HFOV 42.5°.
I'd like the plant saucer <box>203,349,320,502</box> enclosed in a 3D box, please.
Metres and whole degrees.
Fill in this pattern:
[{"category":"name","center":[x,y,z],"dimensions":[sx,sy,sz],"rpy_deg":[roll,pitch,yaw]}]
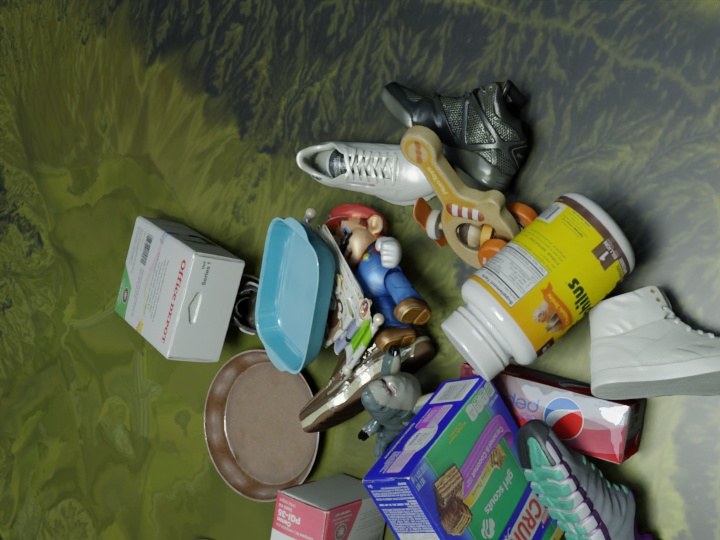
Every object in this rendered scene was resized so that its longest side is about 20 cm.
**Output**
[{"category":"plant saucer","center":[-0.129,0.209,1.260],"dimensions":[0.197,0.034,0.204],"rpy_deg":[-1,87,31]}]

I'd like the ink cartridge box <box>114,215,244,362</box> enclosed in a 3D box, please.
[{"category":"ink cartridge box","center":[-0.254,0.024,1.281],"dimensions":[0.199,0.083,0.147],"rpy_deg":[27,103,51]}]

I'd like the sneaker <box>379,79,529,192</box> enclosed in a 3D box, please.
[{"category":"sneaker","center":[0.118,-0.190,1.093],"dimensions":[0.198,0.076,0.115],"rpy_deg":[37,106,24]}]

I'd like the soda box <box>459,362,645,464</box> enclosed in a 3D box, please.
[{"category":"soda box","center":[0.207,0.152,1.026],"dimensions":[0.197,0.070,0.065],"rpy_deg":[11,97,32]}]

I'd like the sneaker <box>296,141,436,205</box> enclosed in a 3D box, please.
[{"category":"sneaker","center":[0.015,-0.125,1.153],"dimensions":[0.197,0.080,0.078],"rpy_deg":[6,90,31]}]

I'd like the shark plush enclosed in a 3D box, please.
[{"category":"shark plush","center":[0.023,0.166,1.095],"dimensions":[0.091,0.083,0.201],"rpy_deg":[50,155,12]}]

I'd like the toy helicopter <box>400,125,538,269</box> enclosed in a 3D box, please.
[{"category":"toy helicopter","center":[0.104,-0.079,1.054],"dimensions":[0.131,0.079,0.201],"rpy_deg":[-9,126,49]}]

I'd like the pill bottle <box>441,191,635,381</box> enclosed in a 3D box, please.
[{"category":"pill bottle","center":[0.182,0.020,0.967],"dimensions":[0.199,0.109,0.109],"rpy_deg":[-41,66,-3]}]

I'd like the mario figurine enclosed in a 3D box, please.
[{"category":"mario figurine","center":[0.000,0.000,1.118],"dimensions":[0.123,0.106,0.201],"rpy_deg":[-36,54,8]}]

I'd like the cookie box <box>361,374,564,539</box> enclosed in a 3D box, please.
[{"category":"cookie box","center":[0.118,0.244,0.977],"dimensions":[0.075,0.171,0.202],"rpy_deg":[-15,111,47]}]

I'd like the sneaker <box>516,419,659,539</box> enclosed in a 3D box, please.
[{"category":"sneaker","center":[0.239,0.230,0.973],"dimensions":[0.202,0.087,0.074],"rpy_deg":[61,158,-8]}]

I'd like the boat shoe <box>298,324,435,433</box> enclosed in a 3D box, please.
[{"category":"boat shoe","center":[-0.001,0.126,1.162],"dimensions":[0.201,0.075,0.076],"rpy_deg":[-35,67,13]}]

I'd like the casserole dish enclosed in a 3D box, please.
[{"category":"casserole dish","center":[-0.078,0.029,1.126],"dimensions":[0.121,0.038,0.203],"rpy_deg":[41,129,42]}]

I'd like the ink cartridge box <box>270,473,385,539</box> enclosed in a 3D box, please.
[{"category":"ink cartridge box","center":[-0.046,0.368,1.136],"dimensions":[0.082,0.146,0.204],"rpy_deg":[12,95,32]}]

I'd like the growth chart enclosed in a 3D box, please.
[{"category":"growth chart","center":[-0.040,0.027,1.129],"dimensions":[0.201,0.017,0.146],"rpy_deg":[58,144,29]}]

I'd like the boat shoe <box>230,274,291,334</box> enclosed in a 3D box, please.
[{"category":"boat shoe","center":[-0.149,0.051,1.261],"dimensions":[0.198,0.060,0.075],"rpy_deg":[18,99,32]}]

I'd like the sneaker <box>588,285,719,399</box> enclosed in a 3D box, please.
[{"category":"sneaker","center":[0.332,0.065,0.947],"dimensions":[0.196,0.074,0.117],"rpy_deg":[-3,60,10]}]
